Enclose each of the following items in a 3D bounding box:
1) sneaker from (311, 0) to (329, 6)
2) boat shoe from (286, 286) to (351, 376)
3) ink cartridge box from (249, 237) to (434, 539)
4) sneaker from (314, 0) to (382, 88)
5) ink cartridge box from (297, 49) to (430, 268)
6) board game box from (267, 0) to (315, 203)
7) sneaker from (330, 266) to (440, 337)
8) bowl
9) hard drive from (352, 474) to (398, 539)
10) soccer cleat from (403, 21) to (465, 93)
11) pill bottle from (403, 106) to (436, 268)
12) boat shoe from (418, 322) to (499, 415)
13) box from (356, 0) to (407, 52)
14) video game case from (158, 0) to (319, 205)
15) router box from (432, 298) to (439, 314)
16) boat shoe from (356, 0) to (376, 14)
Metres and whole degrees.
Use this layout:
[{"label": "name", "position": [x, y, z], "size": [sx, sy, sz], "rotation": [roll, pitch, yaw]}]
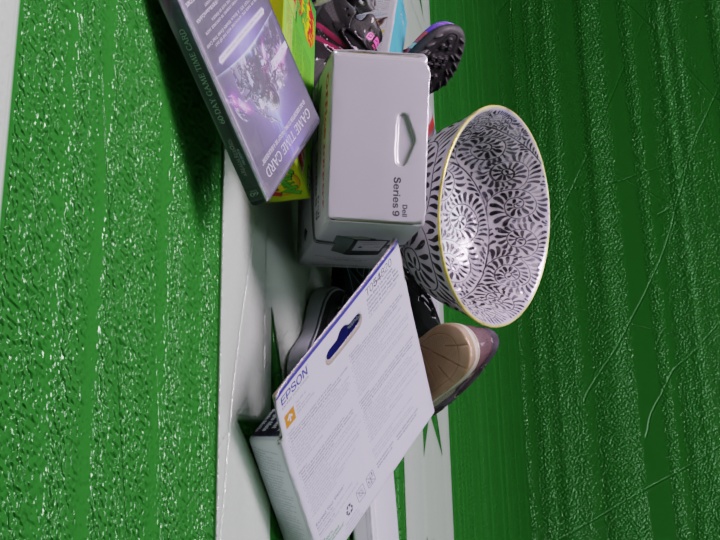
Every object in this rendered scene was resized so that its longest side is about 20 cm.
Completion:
[{"label": "sneaker", "position": [-0.071, -0.330, 1.369], "size": [0.080, 0.083, 0.201], "rotation": [-12, 83, -36]}, {"label": "boat shoe", "position": [-0.021, 0.069, 1.384], "size": [0.200, 0.056, 0.069], "rotation": [-69, 151, -66]}, {"label": "ink cartridge box", "position": [-0.015, 0.105, 1.242], "size": [0.200, 0.040, 0.201], "rotation": [-51, 142, -39]}, {"label": "sneaker", "position": [-0.021, -0.210, 1.475], "size": [0.077, 0.083, 0.201], "rotation": [55, 30, -66]}, {"label": "ink cartridge box", "position": [-0.001, -0.091, 1.314], "size": [0.200, 0.084, 0.147], "rotation": [132, -40, -76]}, {"label": "board game box", "position": [-0.073, -0.168, 1.277], "size": [0.102, 0.047, 0.201], "rotation": [68, 19, -56]}, {"label": "sneaker", "position": [0.000, 0.000, 1.496], "size": [0.200, 0.079, 0.075], "rotation": [55, 12, -21]}, {"label": "bowl", "position": [0.087, -0.049, 1.410], "size": [0.200, 0.094, 0.202], "rotation": [-3, 94, -55]}, {"label": "hard drive", "position": [0.012, 0.216, 1.554], "size": [0.132, 0.026, 0.201], "rotation": [39, 45, -75]}, {"label": "soccer cleat", "position": [0.046, -0.210, 1.678], "size": [0.200, 0.068, 0.073], "rotation": [-54, -138, 43]}, {"label": "pill bottle", "position": [0.033, -0.077, 1.595], "size": [0.116, 0.115, 0.201], "rotation": [-80, 160, -56]}, {"label": "boat shoe", "position": [0.051, 0.107, 1.407], "size": [0.065, 0.200, 0.072], "rotation": [-1, 61, -42]}, {"label": "box", "position": [0.000, -0.230, 1.601], "size": [0.200, 0.082, 0.049], "rotation": [-80, 160, -54]}, {"label": "video game case", "position": [-0.091, -0.167, 1.119], "size": [0.143, 0.019, 0.201], "rotation": [-64, 136, -57]}, {"label": "router box", "position": [0.052, -0.034, 1.844], "size": [0.180, 0.049, 0.201], "rotation": [51, 34, -70]}, {"label": "boat shoe", "position": [-0.027, -0.348, 1.555], "size": [0.072, 0.071, 0.201], "rotation": [-84, 163, -47]}]
